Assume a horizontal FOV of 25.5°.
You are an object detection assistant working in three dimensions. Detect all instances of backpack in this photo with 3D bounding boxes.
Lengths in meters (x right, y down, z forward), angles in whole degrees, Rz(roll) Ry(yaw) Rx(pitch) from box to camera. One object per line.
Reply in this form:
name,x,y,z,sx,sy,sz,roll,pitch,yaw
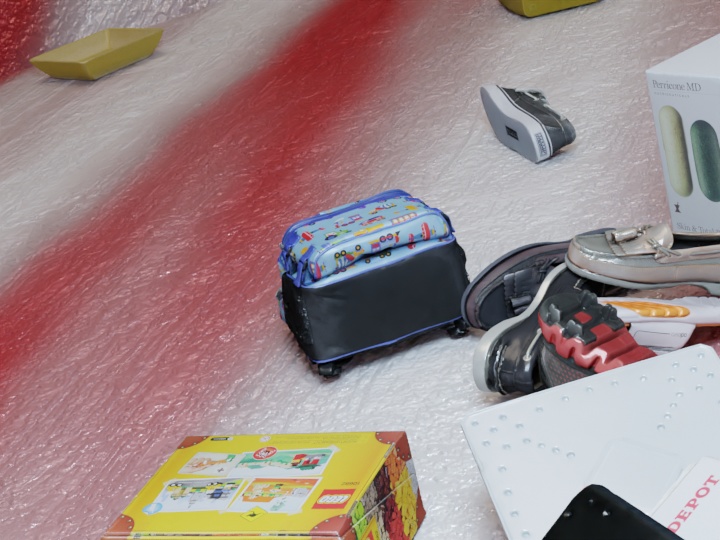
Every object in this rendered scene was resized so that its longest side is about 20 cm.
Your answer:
backpack,0.000,0.000,1.569,0.181,0.136,0.200,-17,18,-11

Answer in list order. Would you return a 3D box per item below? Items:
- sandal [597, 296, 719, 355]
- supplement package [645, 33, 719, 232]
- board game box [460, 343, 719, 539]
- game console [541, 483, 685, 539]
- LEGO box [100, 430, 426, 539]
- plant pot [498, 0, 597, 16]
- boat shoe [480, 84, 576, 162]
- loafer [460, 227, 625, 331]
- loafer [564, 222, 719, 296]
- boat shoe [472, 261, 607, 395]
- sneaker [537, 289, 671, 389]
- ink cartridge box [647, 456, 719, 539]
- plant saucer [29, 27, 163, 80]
sandal,0.259,0.056,1.371,0.205,0.060,0.079,1,7,-25
supplement package,0.388,-0.116,1.512,0.150,0.202,0.151,-27,24,-31
board game box,0.193,0.152,1.116,0.198,0.026,0.201,-16,42,-5
game console,0.143,0.231,0.892,0.177,0.031,0.200,-50,39,-7
LEGO box,-0.070,0.192,1.201,0.198,0.078,0.149,-4,23,24
plant pot,0.316,-0.530,2.649,0.198,0.201,0.177,-12,33,4
boat shoe,0.212,-0.197,2.007,0.068,0.074,0.199,-22,22,-9
loafer,0.191,0.010,1.513,0.199,0.072,0.063,-20,26,-24
loafer,0.286,-0.020,1.441,0.198,0.063,0.072,7,28,-7
boat shoe,0.175,0.051,1.409,0.060,0.075,0.200,10,28,36
sneaker,0.212,0.104,1.258,0.070,0.099,0.200,-17,42,-36
ink cartridge box,0.251,0.203,0.927,0.147,0.086,0.199,-41,31,-28
plant saucer,-0.502,-0.412,3.051,0.199,0.049,0.199,-29,25,-36
